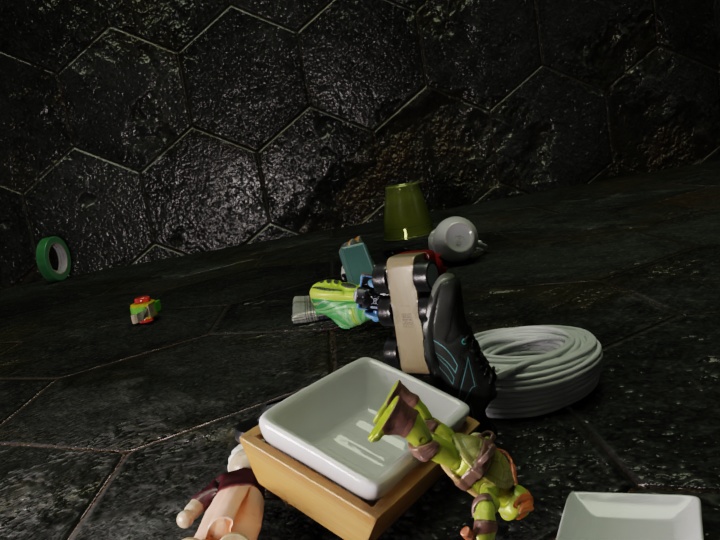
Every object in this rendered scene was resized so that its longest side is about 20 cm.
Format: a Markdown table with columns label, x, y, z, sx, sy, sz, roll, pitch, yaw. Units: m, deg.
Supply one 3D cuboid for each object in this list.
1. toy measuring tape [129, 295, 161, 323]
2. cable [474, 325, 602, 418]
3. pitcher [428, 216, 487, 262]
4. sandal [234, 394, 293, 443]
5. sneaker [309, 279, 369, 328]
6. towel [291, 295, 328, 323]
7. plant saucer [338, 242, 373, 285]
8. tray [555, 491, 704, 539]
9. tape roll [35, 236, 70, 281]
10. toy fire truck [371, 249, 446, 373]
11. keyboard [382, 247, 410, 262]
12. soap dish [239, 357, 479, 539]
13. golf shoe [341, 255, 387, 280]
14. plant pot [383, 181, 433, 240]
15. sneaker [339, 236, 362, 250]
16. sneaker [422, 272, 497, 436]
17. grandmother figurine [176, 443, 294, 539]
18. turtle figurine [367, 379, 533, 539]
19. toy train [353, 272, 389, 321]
| label | x | y | z | sx | sy | sz | roll | pitch | yaw |
| --- | --- | --- | --- | --- | --- | --- | --- | --- | --- |
| toy measuring tape | -0.571 | 0.109 | 1.883 | 0.072 | 0.075 | 0.200 | -9 | 9 | 5 |
| cable | 0.210 | 0.124 | 0.940 | 0.196 | 0.070 | 0.200 | -10 | 8 | -3 |
| pitcher | 0.281 | -0.080 | 2.021 | 0.168 | 0.124 | 0.200 | 5 | -3 | -2 |
| sandal | -0.079 | 0.181 | 0.974 | 0.198 | 0.044 | 0.076 | -15 | 10 | -30 |
| sneaker | -0.006 | 0.074 | 1.454 | 0.197 | 0.085 | 0.074 | 14 | 37 | 20 |
| towel | -0.061 | 0.072 | 1.660 | 0.189 | 0.035 | 0.200 | -10 | 9 | -1 |
| plant saucer | 0.000 | 0.000 | 1.650 | 0.069 | 0.019 | 0.201 | -13 | 37 | -5 |
| tray | 0.193 | 0.218 | 0.527 | 0.106 | 0.023 | 0.200 | -7 | 10 | 24 |
| tape roll | -1.404 | -0.053 | 3.351 | 0.047 | 0.204 | 0.200 | -8 | 9 | 12 |
| toy fire truck | 0.101 | 0.051 | 1.158 | 0.127 | 0.179 | 0.199 | -4 | 10 | 33 |
| keyboard | 0.105 | 0.020 | 1.632 | 0.102 | 0.040 | 0.200 | -7 | 35 | -24 |
| soap dish | 0.003 | 0.170 | 0.713 | 0.156 | 0.083 | 0.199 | 21 | 25 | 29 |
| golf shoe | 0.047 | 0.021 | 1.699 | 0.197 | 0.079 | 0.095 | 12 | 32 | 15 |
| plant pot | 0.168 | -0.226 | 2.739 | 0.197 | 0.196 | 0.200 | -10 | 8 | 1 |
| sneaker | -0.032 | -0.056 | 2.330 | 0.076 | 0.079 | 0.200 | -22 | 3 | 11 |
| sneaker | 0.111 | 0.099 | 0.795 | 0.078 | 0.203 | 0.075 | 3 | 21 | 19 |
| grandmother figurine | -0.117 | 0.224 | 0.717 | 0.119 | 0.062 | 0.200 | 2 | 12 | -1 |
| turtle figurine | 0.084 | 0.162 | 0.600 | 0.065 | 0.160 | 0.200 | -54 | 1 | 22 |
| toy train | 0.086 | 0.052 | 1.358 | 0.196 | 0.088 | 0.114 | 8 | 17 | 3 |
